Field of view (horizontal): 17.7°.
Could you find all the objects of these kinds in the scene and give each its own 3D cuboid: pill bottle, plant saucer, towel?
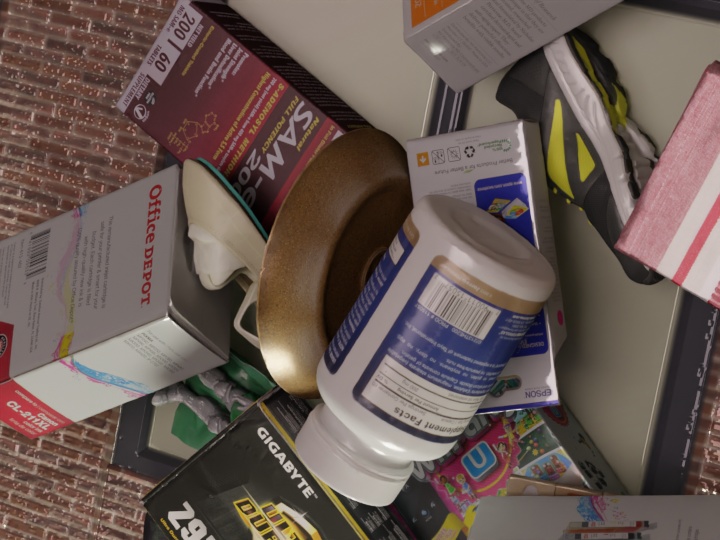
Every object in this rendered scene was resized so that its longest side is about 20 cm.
[{"bbox_3d":[0.039,0.058,1.586,0.111,0.111,0.201,39,109,21],"label":"pill bottle"},{"bbox_3d":[0.000,0.000,1.657,0.035,0.200,0.202,17,100,33],"label":"plant saucer"},{"bbox_3d":[0.284,-0.029,1.533,0.199,0.023,0.145,32,105,18],"label":"towel"}]

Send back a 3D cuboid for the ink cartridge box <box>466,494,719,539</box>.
[{"bbox_3d":[0.170,0.245,1.553,0.198,0.145,0.146,-2,112,14],"label":"ink cartridge box"}]

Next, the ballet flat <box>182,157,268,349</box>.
[{"bbox_3d":[-0.081,0.008,1.732,0.069,0.070,0.200,-33,105,25],"label":"ballet flat"}]

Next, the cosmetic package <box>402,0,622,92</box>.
[{"bbox_3d":[0.126,-0.222,1.633,0.199,0.071,0.102,-28,43,25],"label":"cosmetic package"}]

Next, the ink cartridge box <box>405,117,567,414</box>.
[{"bbox_3d":[0.091,-0.001,1.636,0.094,0.037,0.202,-8,86,28],"label":"ink cartridge box"}]

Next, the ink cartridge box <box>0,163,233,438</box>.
[{"bbox_3d":[-0.198,0.026,1.798,0.199,0.083,0.147,-21,48,27],"label":"ink cartridge box"}]

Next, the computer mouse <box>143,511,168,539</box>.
[{"bbox_3d":[-0.101,0.240,1.806,0.200,0.053,0.139,40,110,21],"label":"computer mouse"}]

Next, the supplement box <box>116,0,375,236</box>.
[{"bbox_3d":[-0.081,-0.110,1.777,0.200,0.061,0.109,40,109,20],"label":"supplement box"}]

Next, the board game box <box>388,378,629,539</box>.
[{"bbox_3d":[0.094,0.151,1.693,0.147,0.064,0.201,-42,72,22],"label":"board game box"}]

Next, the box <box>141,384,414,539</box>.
[{"bbox_3d":[-0.050,0.203,1.711,0.200,0.049,0.160,53,129,3],"label":"box"}]

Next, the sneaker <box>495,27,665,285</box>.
[{"bbox_3d":[0.163,-0.074,1.651,0.084,0.074,0.201,-32,68,31],"label":"sneaker"}]

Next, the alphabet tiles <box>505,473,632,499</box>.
[{"bbox_3d":[0.191,0.236,1.628,0.198,0.008,0.168,10,112,9],"label":"alphabet tiles"}]

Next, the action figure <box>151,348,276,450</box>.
[{"bbox_3d":[-0.077,0.122,1.768,0.199,0.055,0.119,30,125,34],"label":"action figure"}]
